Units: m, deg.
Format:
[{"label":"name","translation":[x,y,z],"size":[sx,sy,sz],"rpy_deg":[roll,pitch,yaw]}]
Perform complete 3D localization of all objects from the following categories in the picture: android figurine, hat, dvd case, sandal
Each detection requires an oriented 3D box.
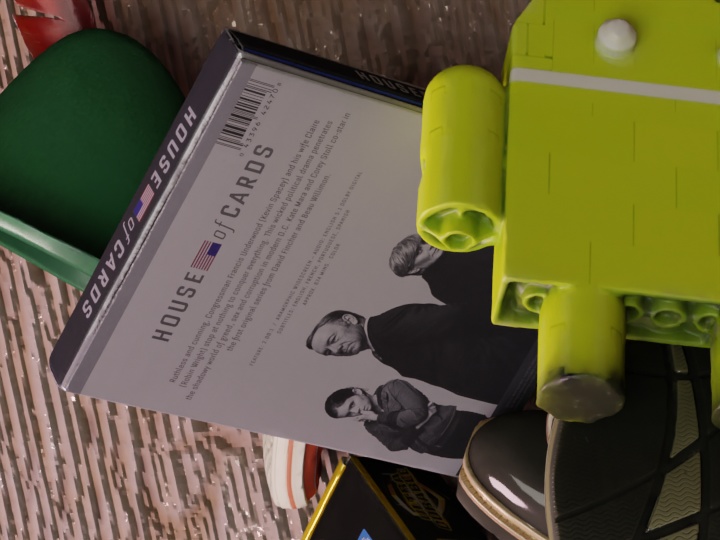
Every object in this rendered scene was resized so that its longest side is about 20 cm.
[{"label":"android figurine","translation":[0.111,-0.035,0.954],"size":[0.182,0.200,0.041],"rpy_deg":[8,147,-2]},{"label":"hat","translation":[-0.085,-0.080,1.071],"size":[0.200,0.166,0.176],"rpy_deg":[31,83,-30]},{"label":"dvd case","translation":[0.000,0.000,1.008],"size":[0.150,0.200,0.025],"rpy_deg":[-60,37,21]},{"label":"sandal","translation":[0.101,0.047,0.957],"size":[0.080,0.201,0.057],"rpy_deg":[3,142,-4]}]

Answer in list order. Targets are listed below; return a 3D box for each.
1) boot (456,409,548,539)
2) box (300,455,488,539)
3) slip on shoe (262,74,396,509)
[{"label":"boot","translation":[0.141,0.065,0.998],"size":[0.200,0.078,0.138],"rpy_deg":[14,143,6]},{"label":"box","translation":[0.024,0.196,1.073],"size":[0.200,0.049,0.160],"rpy_deg":[53,124,44]},{"label":"slip on shoe","translation":[-0.001,0.015,1.076],"size":[0.061,0.074,0.200],"rpy_deg":[11,119,-12]}]
